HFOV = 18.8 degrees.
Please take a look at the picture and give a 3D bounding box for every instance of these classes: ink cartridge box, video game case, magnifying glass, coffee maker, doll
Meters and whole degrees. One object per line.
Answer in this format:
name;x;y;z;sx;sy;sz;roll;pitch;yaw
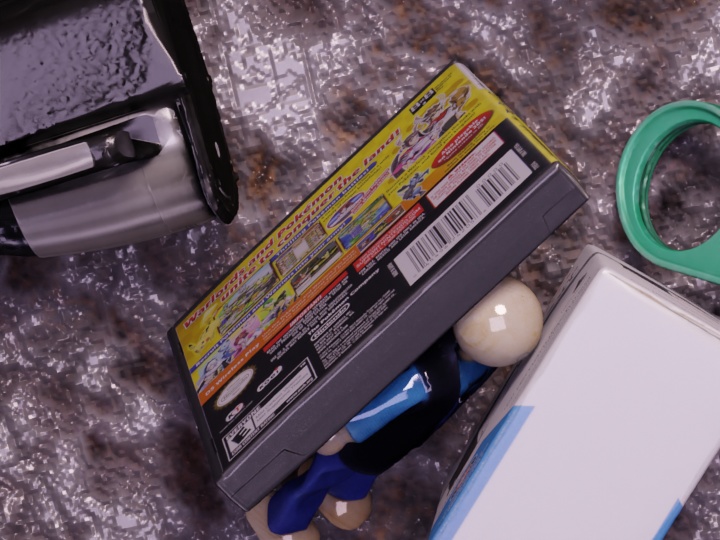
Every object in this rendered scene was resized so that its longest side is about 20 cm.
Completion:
ink cartridge box;0.103;0.072;0.979;0.084;0.200;0.145;31;95;2
video game case;0.000;0.000;0.990;0.200;0.181;0.026;-43;113;5
magnifying glass;0.181;-0.005;0.994;0.080;0.022;0.200;-55;46;22
coffee maker;-0.176;-0.084;1.029;0.199;0.135;0.193;-16;70;3
doll;0.021;0.061;0.996;0.049;0.136;0.200;51;137;10
